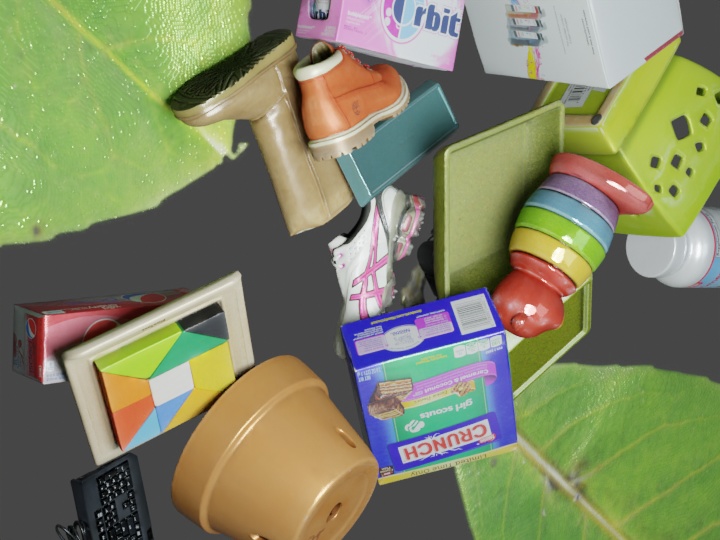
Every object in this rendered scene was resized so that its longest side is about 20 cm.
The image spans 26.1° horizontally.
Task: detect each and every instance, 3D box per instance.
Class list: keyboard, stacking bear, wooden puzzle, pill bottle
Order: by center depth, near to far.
[{"bbox_3d":[-0.186,0.102,1.502,0.184,0.037,0.201,-26,146,-18],"label":"wooden puzzle"},{"bbox_3d":[-0.244,0.291,1.562,0.104,0.039,0.202,-26,120,-35],"label":"keyboard"},{"bbox_3d":[0.214,-0.017,1.705,0.113,0.121,0.201,33,79,-15],"label":"stacking bear"},{"bbox_3d":[0.449,-0.031,2.072,0.199,0.108,0.110,0,99,-41],"label":"pill bottle"}]

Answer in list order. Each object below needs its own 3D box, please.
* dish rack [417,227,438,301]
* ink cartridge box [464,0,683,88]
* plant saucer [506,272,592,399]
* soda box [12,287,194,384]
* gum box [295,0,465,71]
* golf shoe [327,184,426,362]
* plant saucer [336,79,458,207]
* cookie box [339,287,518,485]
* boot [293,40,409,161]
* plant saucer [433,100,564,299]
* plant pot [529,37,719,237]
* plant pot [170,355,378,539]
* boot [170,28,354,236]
[{"bbox_3d":[0.158,-0.022,1.855,0.200,0.054,0.154,-43,125,-27],"label":"dish rack"},{"bbox_3d":[0.236,-0.310,1.770,0.145,0.199,0.145,-37,123,-29],"label":"ink cartridge box"},{"bbox_3d":[0.208,0.070,1.834,0.199,0.048,0.200,-40,154,-14],"label":"plant saucer"},{"bbox_3d":[-0.238,0.063,1.518,0.199,0.063,0.071,-5,102,-40],"label":"soda box"},{"bbox_3d":[0.023,-0.288,1.664,0.199,0.066,0.115,6,96,-46],"label":"gum box"},{"bbox_3d":[0.000,0.000,1.722,0.091,0.073,0.202,18,92,-9],"label":"golf shoe"},{"bbox_3d":[0.045,-0.145,1.715,0.200,0.019,0.070,-40,108,-43],"label":"plant saucer"},{"bbox_3d":[0.079,0.131,1.712,0.170,0.076,0.201,-15,135,-3],"label":"cookie box"},{"bbox_3d":[-0.010,-0.198,1.629,0.108,0.075,0.200,69,26,-15],"label":"boot"},{"bbox_3d":[0.146,-0.077,1.740,0.199,0.048,0.201,-24,124,-38],"label":"plant saucer"},{"bbox_3d":[0.320,-0.174,1.879,0.181,0.198,0.201,41,72,-31],"label":"plant pot"},{"bbox_3d":[-0.075,0.207,1.586,0.200,0.140,0.201,-43,155,-26],"label":"plant pot"},{"bbox_3d":[-0.094,-0.124,1.605,0.175,0.066,0.201,-38,122,-32],"label":"boot"}]
